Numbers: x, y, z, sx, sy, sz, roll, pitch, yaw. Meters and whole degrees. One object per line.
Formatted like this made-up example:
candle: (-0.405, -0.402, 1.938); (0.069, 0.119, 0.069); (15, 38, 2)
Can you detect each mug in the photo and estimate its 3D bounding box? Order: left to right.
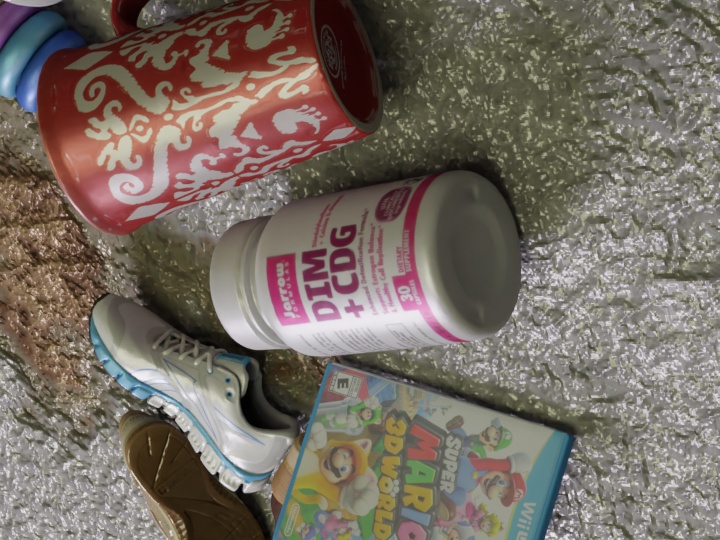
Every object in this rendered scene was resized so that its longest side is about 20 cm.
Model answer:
mug: (-0.102, -0.134, 1.101); (0.199, 0.133, 0.178); (-16, 91, 22)

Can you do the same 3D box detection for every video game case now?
video game case: (0.043, 0.161, 1.209); (0.199, 0.018, 0.144); (15, 84, 26)

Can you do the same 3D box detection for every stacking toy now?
stacking toy: (-0.209, -0.133, 1.234); (0.200, 0.085, 0.085); (37, 132, 1)

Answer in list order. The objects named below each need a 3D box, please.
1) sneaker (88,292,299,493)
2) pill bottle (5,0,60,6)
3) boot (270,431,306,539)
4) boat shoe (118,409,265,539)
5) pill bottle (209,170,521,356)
sneaker: (-0.126, 0.080, 1.310); (0.200, 0.075, 0.087); (42, 124, -4)
pill bottle: (-0.201, -0.278, 1.107); (0.114, 0.114, 0.200); (43, 132, 5)
boot: (0.012, 0.227, 1.303); (0.200, 0.072, 0.167); (31, 135, 21)
boat shoe: (-0.139, 0.199, 1.391); (0.200, 0.071, 0.064); (64, 166, -24)
pill bottle: (0.000, 0.000, 1.136); (0.199, 0.113, 0.114); (-9, 111, 37)
